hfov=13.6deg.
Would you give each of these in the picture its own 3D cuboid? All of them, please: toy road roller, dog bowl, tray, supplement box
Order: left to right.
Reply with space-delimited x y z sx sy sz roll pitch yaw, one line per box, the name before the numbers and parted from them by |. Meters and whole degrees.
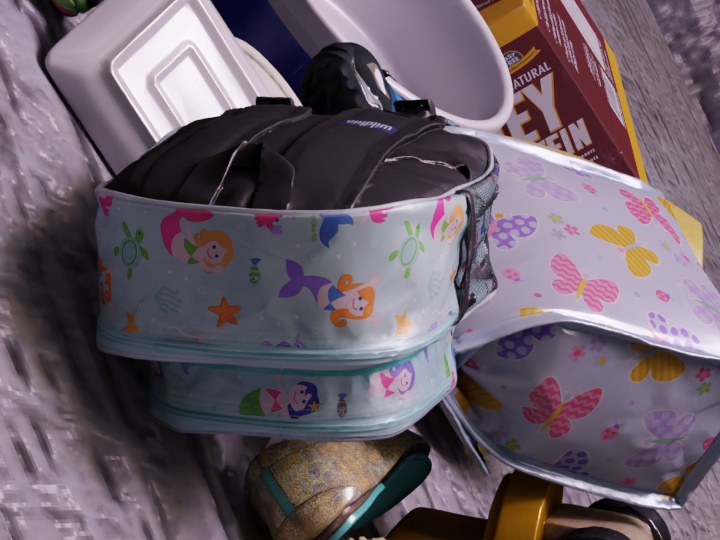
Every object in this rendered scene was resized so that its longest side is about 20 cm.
tray | -0.072 -0.059 1.541 0.107 0.022 0.200 -46 115 -32
dog bowl | -0.005 -0.138 1.812 0.200 0.079 0.201 35 29 -23
supplement box | 0.097 -0.145 2.191 0.200 0.132 0.198 53 18 -34
toy road roller | 0.079 0.202 1.600 0.123 0.145 0.201 -26 126 -75

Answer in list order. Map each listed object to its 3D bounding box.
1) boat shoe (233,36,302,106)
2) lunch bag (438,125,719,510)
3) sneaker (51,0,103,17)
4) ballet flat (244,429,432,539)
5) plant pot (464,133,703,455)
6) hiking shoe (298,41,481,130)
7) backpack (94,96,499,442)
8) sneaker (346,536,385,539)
boat shoe | -0.051 -0.033 1.619 0.074 0.066 0.200 -42 109 -29
lunch bag | 0.087 0.022 1.574 0.199 0.127 0.170 17 30 -35
sneaker | -0.122 -0.189 1.597 0.077 0.083 0.200 59 15 -18
ballet flat | -0.012 0.099 1.524 0.071 0.070 0.200 64 14 3
plant pot | 0.139 0.017 1.867 0.200 0.141 0.201 2 90 -86
hiking shoe | 0.031 -0.062 1.715 0.087 0.074 0.200 -50 130 -26
backpack | -0.033 -0.001 1.385 0.200 0.176 0.152 -25 119 -75
sneaker | 0.029 0.207 1.444 0.200 0.075 0.090 48 15 -42
